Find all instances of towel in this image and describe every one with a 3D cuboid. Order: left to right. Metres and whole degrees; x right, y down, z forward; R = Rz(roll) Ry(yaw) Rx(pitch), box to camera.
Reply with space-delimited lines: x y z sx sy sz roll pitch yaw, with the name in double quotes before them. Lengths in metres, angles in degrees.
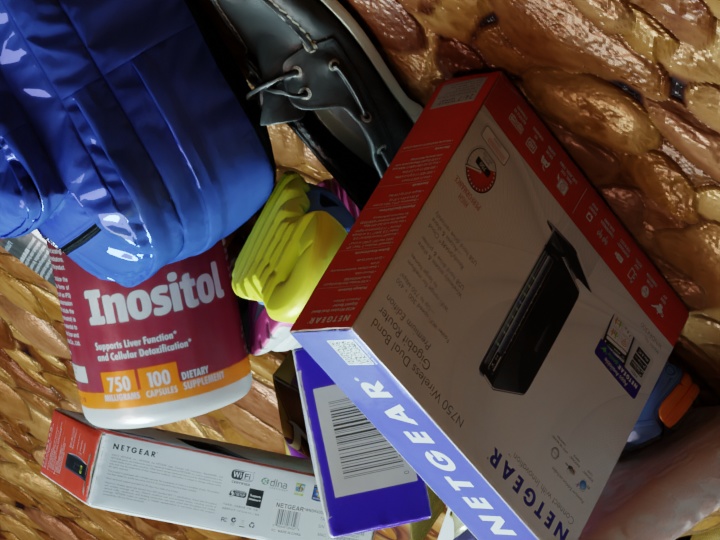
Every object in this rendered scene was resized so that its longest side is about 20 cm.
"towel" 0.144 0.135 1.270 0.032 0.200 0.191 61 154 -8

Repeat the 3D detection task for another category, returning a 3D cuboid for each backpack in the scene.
"backpack" -0.157 -0.086 1.251 0.200 0.168 0.162 55 164 -6

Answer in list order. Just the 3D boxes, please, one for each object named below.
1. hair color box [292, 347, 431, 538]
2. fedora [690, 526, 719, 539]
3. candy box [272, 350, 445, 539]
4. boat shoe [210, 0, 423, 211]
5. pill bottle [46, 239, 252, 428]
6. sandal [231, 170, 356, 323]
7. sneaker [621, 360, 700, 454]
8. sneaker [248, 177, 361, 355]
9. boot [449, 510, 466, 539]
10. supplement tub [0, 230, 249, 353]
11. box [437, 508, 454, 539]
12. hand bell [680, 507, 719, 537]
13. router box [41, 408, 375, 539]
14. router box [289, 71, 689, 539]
"hair color box" 0.000 0.099 1.298 0.200 0.065 0.109 75 -177 -84
"fedora" 0.265 0.195 1.351 0.200 0.082 0.201 29 156 15
"candy box" 0.001 0.130 1.629 0.117 0.056 0.200 29 155 18
"boat shoe" -0.027 -0.097 1.210 0.074 0.066 0.199 4 142 51
"pill bottle" -0.141 -0.008 1.390 0.113 0.113 0.200 0 105 54
"sandal" -0.017 0.001 1.219 0.087 0.080 0.200 25 -170 -16
"sneaker" 0.111 0.081 1.329 0.200 0.075 0.079 -26 98 34
"sneaker" 0.000 0.000 1.353 0.088 0.081 0.200 7 161 -23
"boot" 0.060 0.125 1.459 0.155 0.073 0.200 36 134 -1
"supplement tub" -0.151 -0.010 1.502 0.200 0.107 0.107 36 157 -4
"box" 0.127 0.262 1.592 0.200 0.041 0.156 54 152 27
"hand bell" 0.173 0.162 1.327 0.104 0.104 0.200 40 130 -12
"router box" -0.108 0.146 1.515 0.200 0.049 0.179 13 178 -19
"router box" 0.076 0.028 1.162 0.049 0.180 0.200 -5 136 47
